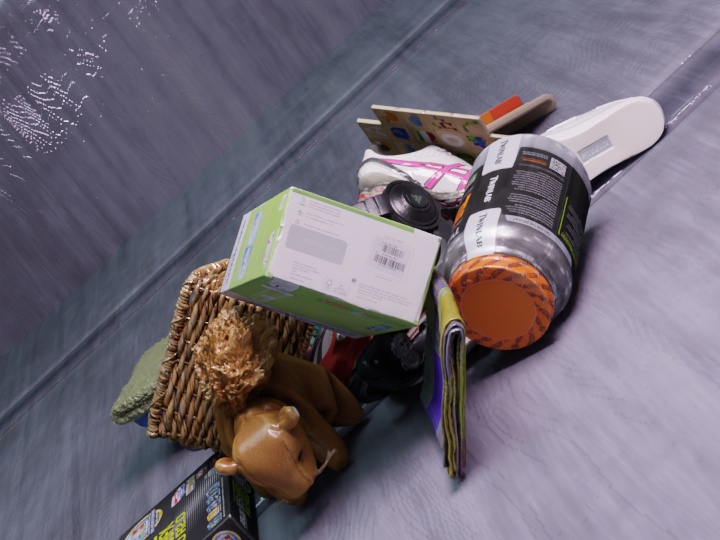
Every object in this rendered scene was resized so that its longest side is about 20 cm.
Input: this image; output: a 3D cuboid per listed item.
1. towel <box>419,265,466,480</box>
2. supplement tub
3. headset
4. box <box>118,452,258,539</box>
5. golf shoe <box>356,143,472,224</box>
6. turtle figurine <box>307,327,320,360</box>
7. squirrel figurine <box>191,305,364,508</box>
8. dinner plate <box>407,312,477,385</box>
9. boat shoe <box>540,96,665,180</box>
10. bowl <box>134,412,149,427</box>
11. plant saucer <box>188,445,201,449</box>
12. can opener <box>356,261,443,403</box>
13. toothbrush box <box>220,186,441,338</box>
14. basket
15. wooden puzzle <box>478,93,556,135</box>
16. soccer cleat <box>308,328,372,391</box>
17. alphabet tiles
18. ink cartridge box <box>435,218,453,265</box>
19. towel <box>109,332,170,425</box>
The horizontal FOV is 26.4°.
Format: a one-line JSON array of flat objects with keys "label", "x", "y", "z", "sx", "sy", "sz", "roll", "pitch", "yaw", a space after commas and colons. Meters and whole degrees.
[{"label": "towel", "x": 0.069, "y": 0.080, "z": 1.337, "sx": 0.023, "sy": 0.145, "sz": 0.200, "roll": -4, "pitch": 19, "yaw": -4}, {"label": "supplement tub", "x": 0.145, "y": -0.027, "z": 1.429, "sx": 0.122, "sy": 0.123, "sz": 0.200, "roll": -32, "pitch": 23, "yaw": 34}, {"label": "headset", "x": 0.055, "y": -0.030, "z": 1.566, "sx": 0.199, "sy": 0.094, "sz": 0.124, "roll": -19, "pitch": -31, "yaw": -10}, {"label": "box", "x": -0.182, "y": 0.279, "z": 1.585, "sx": 0.160, "sy": 0.044, "sz": 0.200, "roll": -41, "pitch": 15, "yaw": 5}, {"label": "golf shoe", "x": 0.096, "y": -0.098, "z": 1.659, "sx": 0.073, "sy": 0.199, "sz": 0.093, "roll": 103, "pitch": 170, "yaw": -65}, {"label": "turtle figurine", "x": -0.083, "y": 0.069, "z": 1.810, "sx": 0.199, "sy": 0.101, "sz": 0.150, "roll": -32, "pitch": 20, "yaw": -10}, {"label": "squirrel figurine", "x": -0.100, "y": 0.136, "z": 1.468, "sx": 0.141, "sy": 0.201, "sz": 0.187, "roll": -33, "pitch": 5, "yaw": 10}, {"label": "dinner plate", "x": 0.091, "y": 0.055, "z": 1.548, "sx": 0.200, "sy": 0.024, "sz": 0.200, "roll": -39, "pitch": 16, "yaw": 14}, {"label": "boat shoe", "x": 0.221, "y": -0.127, "z": 1.604, "sx": 0.199, "sy": 0.072, "sz": 0.069, "roll": -32, "pitch": 9, "yaw": 11}, {"label": "bowl", "x": -0.211, "y": 0.129, "z": 1.957, "sx": 0.200, "sy": 0.039, "sz": 0.201, "roll": -40, "pitch": 15, "yaw": 13}, {"label": "plant saucer", "x": -0.156, "y": 0.140, "z": 1.925, "sx": 0.200, "sy": 0.035, "sz": 0.200, "roll": -40, "pitch": 15, "yaw": 13}, {"label": "can opener", "x": 0.060, "y": 0.044, "z": 1.492, "sx": 0.200, "sy": 0.063, "sz": 0.078, "roll": -51, "pitch": 17, "yaw": -27}, {"label": "toothbrush box", "x": -0.032, "y": -0.002, "z": 1.398, "sx": 0.200, "sy": 0.145, "sz": 0.087, "roll": 157, "pitch": 130, "yaw": -73}, {"label": "basket", "x": -0.134, "y": 0.085, "z": 1.647, "sx": 0.143, "sy": 0.148, "sz": 0.201, "roll": -88, "pitch": 12, "yaw": -69}, {"label": "wooden puzzle", "x": 0.123, "y": -0.163, "z": 1.903, "sx": 0.200, "sy": 0.037, "sz": 0.185, "roll": -25, "pitch": -1, "yaw": -43}, {"label": "soccer cleat", "x": -0.011, "y": 0.066, "z": 1.598, "sx": 0.201, "sy": 0.068, "sz": 0.085, "roll": -62, "pitch": 19, "yaw": 23}, {"label": "alphabet tiles", "x": 0.099, "y": -0.131, "z": 1.696, "sx": 0.199, "sy": 0.166, "sz": 0.006, "roll": 9, "pitch": 67, "yaw": 30}, {"label": "ink cartridge box", "x": 0.055, "y": -0.031, "z": 1.788, "sx": 0.115, "sy": 0.068, "sz": 0.200, "roll": -37, "pitch": 16, "yaw": 19}, {"label": "towel", "x": -0.222, "y": 0.109, "z": 1.895, "sx": 0.200, "sy": 0.037, "sz": 0.149, "roll": -34, "pitch": 18, "yaw": 29}]
